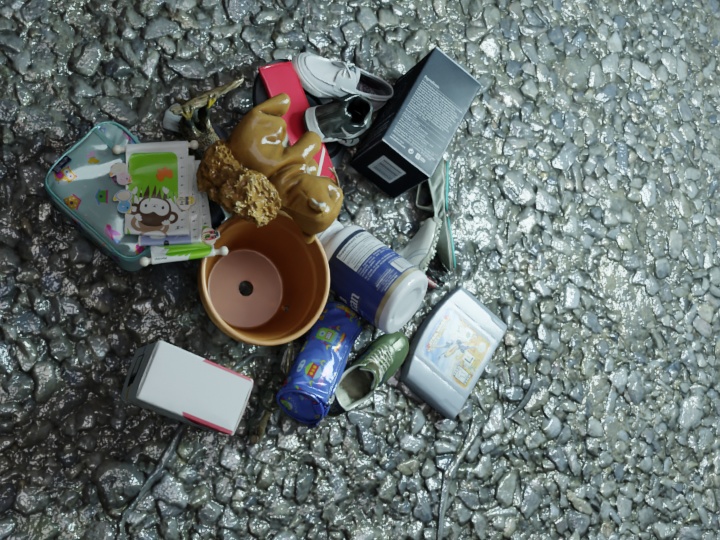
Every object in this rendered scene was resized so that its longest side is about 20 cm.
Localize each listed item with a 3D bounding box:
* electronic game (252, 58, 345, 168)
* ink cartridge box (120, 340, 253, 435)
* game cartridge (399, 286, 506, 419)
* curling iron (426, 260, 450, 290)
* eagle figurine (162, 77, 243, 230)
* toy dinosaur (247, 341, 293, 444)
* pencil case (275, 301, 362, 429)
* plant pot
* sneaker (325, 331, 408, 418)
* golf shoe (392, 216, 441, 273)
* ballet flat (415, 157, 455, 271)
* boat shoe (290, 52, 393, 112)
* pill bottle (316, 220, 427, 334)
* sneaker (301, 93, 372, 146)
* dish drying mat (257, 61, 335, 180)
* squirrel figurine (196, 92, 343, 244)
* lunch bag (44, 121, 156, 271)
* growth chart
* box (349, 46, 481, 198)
[{"bbox_3d":[-0.097,-0.251,1.441,0.198,0.041,0.204,22,58,-40],"label":"electronic game"},{"bbox_3d":[-0.251,0.168,1.249,0.145,0.199,0.087,24,73,-16],"label":"ink cartridge box"},{"bbox_3d":[0.157,0.135,1.515,0.133,0.041,0.202,40,69,-16],"label":"game cartridge"},{"bbox_3d":[0.066,-0.021,1.511,0.197,0.026,0.050,24,52,-12],"label":"curling iron"},{"bbox_3d":[-0.231,-0.176,1.376,0.149,0.152,0.203,-8,119,15],"label":"eagle figurine"},{"bbox_3d":[-0.114,0.181,1.390,0.087,0.047,0.203,21,70,-11],"label":"toy dinosaur"},{"bbox_3d":[-0.058,0.141,1.363,0.085,0.079,0.202,8,46,18],"label":"pencil case"},{"bbox_3d":[-0.160,0.018,1.346,0.196,0.140,0.205,4,80,-21],"label":"plant pot"},{"bbox_3d":[0.016,0.167,1.420,0.199,0.090,0.068,-37,94,-24],"label":"sneaker"},{"bbox_3d":[0.061,-0.011,1.457,0.096,0.078,0.202,30,91,-2],"label":"golf shoe"},{"bbox_3d":[0.129,-0.097,1.538,0.062,0.067,0.205,-4,81,5],"label":"ballet flat"},{"bbox_3d":[-0.026,-0.316,1.464,0.198,0.068,0.073,22,58,-39],"label":"boat shoe"},{"bbox_3d":[0.000,0.000,1.393,0.199,0.112,0.111,36,66,23],"label":"pill bottle"},{"bbox_3d":[-0.010,-0.244,1.419,0.199,0.089,0.068,-17,90,-64],"label":"sneaker"},{"bbox_3d":[-0.096,-0.228,1.383,0.076,0.018,0.203,-26,96,-47],"label":"dish drying mat"},{"bbox_3d":[-0.125,-0.119,1.253,0.199,0.142,0.187,-32,77,-36],"label":"squirrel figurine"},{"bbox_3d":[-0.358,-0.117,1.307,0.200,0.077,0.161,42,72,0],"label":"lunch bag"},{"bbox_3d":[-0.280,-0.099,1.262,0.142,0.018,0.204,-13,72,-12],"label":"growth chart"},{"bbox_3d":[0.091,-0.246,1.492,0.106,0.148,0.202,34,71,-14],"label":"box"}]
